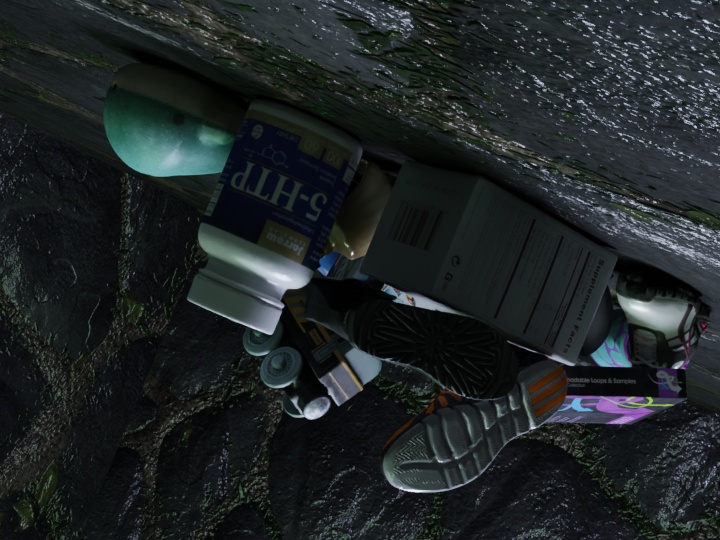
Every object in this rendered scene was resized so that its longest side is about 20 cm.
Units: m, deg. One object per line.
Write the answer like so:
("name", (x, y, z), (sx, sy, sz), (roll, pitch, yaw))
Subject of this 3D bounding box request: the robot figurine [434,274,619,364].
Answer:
("robot figurine", (0.180, 0.049, 1.450), (0.170, 0.198, 0.114), (-103, -6, -55))

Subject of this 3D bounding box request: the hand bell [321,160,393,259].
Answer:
("hand bell", (-0.050, -0.018, 1.398), (0.105, 0.199, 0.104), (60, 174, 10))

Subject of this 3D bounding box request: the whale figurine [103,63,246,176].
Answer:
("whale figurine", (-0.168, -0.132, 1.395), (0.199, 0.105, 0.159), (24, 176, -32))

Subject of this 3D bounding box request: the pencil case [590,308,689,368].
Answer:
("pencil case", (0.344, 0.092, 1.715), (0.093, 0.085, 0.200), (51, 177, -2))

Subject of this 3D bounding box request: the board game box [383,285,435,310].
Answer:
("board game box", (0.106, 0.080, 1.571), (0.201, 0.034, 0.126), (54, 158, 5))

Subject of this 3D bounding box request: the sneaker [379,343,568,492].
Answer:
("sneaker", (0.086, 0.130, 1.268), (0.198, 0.078, 0.112), (-24, -154, -24))

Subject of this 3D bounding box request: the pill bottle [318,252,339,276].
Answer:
("pill bottle", (0.014, -0.014, 1.764), (0.111, 0.113, 0.200), (24, -172, -32))

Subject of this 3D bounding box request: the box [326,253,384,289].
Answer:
("box", (0.000, 0.000, 1.530), (0.037, 0.201, 0.137), (32, 176, -11))

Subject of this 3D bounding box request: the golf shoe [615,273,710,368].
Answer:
("golf shoe", (0.305, 0.060, 1.400), (0.077, 0.089, 0.200), (18, 174, 32))

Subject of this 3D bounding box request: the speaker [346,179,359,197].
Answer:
("speaker", (-0.042, -0.080, 1.597), (0.081, 0.082, 0.200), (21, 176, 31))

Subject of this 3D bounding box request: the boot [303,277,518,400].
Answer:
("boot", (0.041, 0.058, 1.265), (0.163, 0.066, 0.200), (24, 176, -15))

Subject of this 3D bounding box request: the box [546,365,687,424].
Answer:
("box", (0.216, 0.130, 1.423), (0.197, 0.037, 0.143), (4, 163, -12))

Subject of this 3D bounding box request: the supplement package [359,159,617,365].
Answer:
("supplement package", (0.122, -0.006, 1.290), (0.199, 0.118, 0.116), (26, 175, -37))

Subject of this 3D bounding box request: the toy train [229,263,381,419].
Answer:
("toy train", (-0.061, 0.063, 1.417), (0.201, 0.113, 0.086), (55, 177, 44))

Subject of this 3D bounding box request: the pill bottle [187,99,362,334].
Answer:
("pill bottle", (-0.087, -0.049, 1.315), (0.118, 0.202, 0.120), (22, 177, 1))
